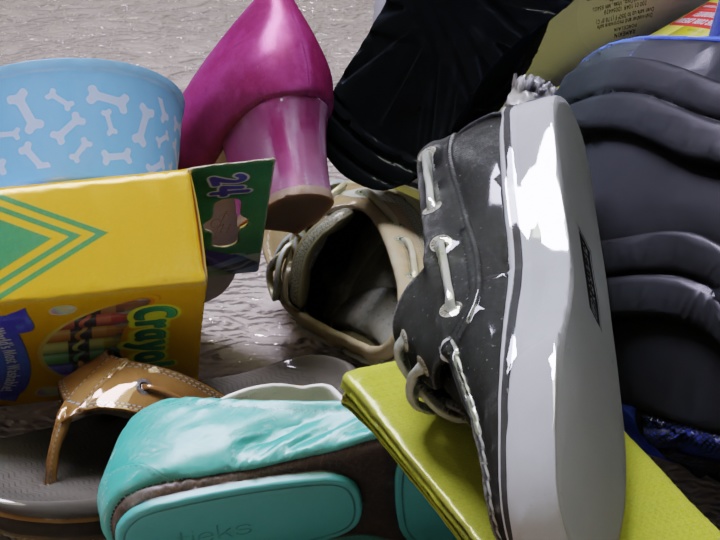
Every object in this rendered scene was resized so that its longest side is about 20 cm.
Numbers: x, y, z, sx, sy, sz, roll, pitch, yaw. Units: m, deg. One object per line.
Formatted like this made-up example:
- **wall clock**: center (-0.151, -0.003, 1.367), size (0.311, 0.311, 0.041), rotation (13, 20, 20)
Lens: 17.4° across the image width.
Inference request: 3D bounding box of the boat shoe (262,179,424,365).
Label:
- **boat shoe**: center (-0.001, 0.002, 1.016), size (0.063, 0.073, 0.201), rotation (24, 11, -31)

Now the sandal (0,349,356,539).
- **sandal**: center (-0.076, 0.055, 0.905), size (0.200, 0.055, 0.082), rotation (-15, 23, -38)

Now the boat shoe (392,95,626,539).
- **boat shoe**: center (0.046, 0.025, 0.768), size (0.064, 0.071, 0.200), rotation (-15, 40, 15)

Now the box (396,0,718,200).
- **box**: center (0.119, -0.066, 1.156), size (0.200, 0.050, 0.075), rotation (-29, 18, -13)

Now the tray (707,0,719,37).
- **tray**: center (0.184, -0.070, 0.899), size (0.107, 0.200, 0.022), rotation (31, 71, 12)

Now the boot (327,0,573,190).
- **boot**: center (0.060, -0.121, 1.043), size (0.073, 0.198, 0.162), rotation (37, 18, 5)

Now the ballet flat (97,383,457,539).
- **ballet flat**: center (0.006, 0.063, 0.838), size (0.200, 0.067, 0.070), rotation (-4, 45, -4)

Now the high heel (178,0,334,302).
- **high heel**: center (-0.081, -0.043, 1.027), size (0.067, 0.096, 0.200), rotation (5, -22, -33)

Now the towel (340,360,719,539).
- **towel**: center (0.076, 0.090, 0.748), size (0.086, 0.018, 0.200), rotation (-9, 40, -31)

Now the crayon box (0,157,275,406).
- **crayon box**: center (-0.132, 0.011, 0.930), size (0.200, 0.052, 0.126), rotation (-7, -20, -8)

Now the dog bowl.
- **dog bowl**: center (-0.156, -0.024, 0.971), size (0.200, 0.050, 0.111), rotation (-24, -23, 35)

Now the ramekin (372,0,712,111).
- **ramekin**: center (0.117, -0.126, 1.242), size (0.200, 0.200, 0.105), rotation (-10, 29, -25)

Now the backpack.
- **backpack**: center (0.152, 0.011, 0.863), size (0.200, 0.163, 0.168), rotation (12, -19, 44)

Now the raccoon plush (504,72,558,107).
- **raccoon plush**: center (0.098, -0.033, 1.037), size (0.097, 0.134, 0.200), rotation (0, 18, 2)
